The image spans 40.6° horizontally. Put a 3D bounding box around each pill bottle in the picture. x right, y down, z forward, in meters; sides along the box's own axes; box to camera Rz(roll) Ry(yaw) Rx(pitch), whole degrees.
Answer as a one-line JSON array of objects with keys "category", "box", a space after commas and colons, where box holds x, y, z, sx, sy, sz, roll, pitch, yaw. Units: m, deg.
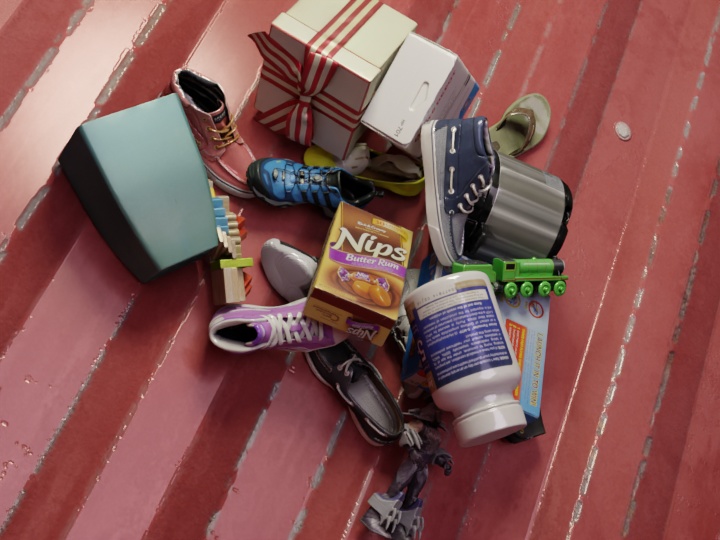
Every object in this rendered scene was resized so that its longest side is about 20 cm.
[{"category": "pill bottle", "box": [0.138, 0.114, 1.239, 0.119, 0.120, 0.202, -7, 69, -27]}]

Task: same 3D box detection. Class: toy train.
[{"category": "toy train", "box": [0.212, 0.009, 1.372, 0.198, 0.042, 0.057, -2, 99, -29]}]

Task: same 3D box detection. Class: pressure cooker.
[{"category": "pressure cooker", "box": [0.195, -0.092, 1.461, 0.198, 0.176, 0.180, 20, 83, -16]}]

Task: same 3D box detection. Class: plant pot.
[{"category": "plant pot", "box": [-0.278, -0.096, 1.271, 0.140, 0.141, 0.202, -25, 91, -30]}]

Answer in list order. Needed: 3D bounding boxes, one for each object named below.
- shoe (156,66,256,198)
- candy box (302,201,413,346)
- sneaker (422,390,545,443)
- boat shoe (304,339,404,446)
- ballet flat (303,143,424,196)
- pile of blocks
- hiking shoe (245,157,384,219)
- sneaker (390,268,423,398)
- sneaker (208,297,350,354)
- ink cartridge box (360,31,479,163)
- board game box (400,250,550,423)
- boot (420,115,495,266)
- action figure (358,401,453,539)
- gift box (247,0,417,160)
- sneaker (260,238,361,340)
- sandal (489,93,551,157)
[{"category": "shoe", "box": [-0.201, -0.191, 1.361, 0.200, 0.091, 0.072, 46, 60, -4]}, {"category": "candy box", "box": [0.000, 0.000, 1.313, 0.116, 0.057, 0.201, 22, 36, -7]}, {"category": "sneaker", "box": [0.188, 0.203, 1.416, 0.198, 0.075, 0.107, -4, 71, -27]}, {"category": "boat shoe", "box": [-0.008, 0.153, 1.350, 0.074, 0.060, 0.201, -29, 86, -29]}, {"category": "ballet flat", "box": [0.015, -0.161, 1.467, 0.198, 0.067, 0.068, 12, 69, -21]}, {"category": "pile of blocks", "box": [-0.176, -0.045, 1.316, 0.062, 0.082, 0.202, -5, 65, -26]}, {"category": "hiking shoe", "box": [-0.067, -0.129, 1.386, 0.199, 0.086, 0.075, 10, 66, -37]}, {"category": "sneaker", "box": [0.070, 0.089, 1.415, 0.081, 0.075, 0.202, 8, 62, -8]}, {"category": "sneaker", "box": [-0.099, 0.080, 1.267, 0.198, 0.114, 0.074, -6, 96, -2]}, {"category": "ink cartridge box", "box": [0.092, -0.244, 1.426, 0.085, 0.200, 0.147, 32, 96, 16]}, {"category": "board game box", "box": [0.167, 0.093, 1.375, 0.194, 0.056, 0.202, 24, 57, -17]}, {"category": "boot", "box": [0.139, -0.108, 1.325, 0.073, 0.089, 0.202, -28, 111, -64]}, {"category": "action figure", "box": [0.077, 0.267, 1.320, 0.130, 0.069, 0.202, 31, 78, -46]}, {"category": "gift box", "box": [-0.055, -0.291, 1.407, 0.199, 0.185, 0.187, 27, 51, 9]}, {"category": "sneaker", "box": [-0.042, 0.010, 1.382, 0.199, 0.076, 0.114, 36, 40, 9]}, {"category": "sandal", "box": [0.256, -0.228, 1.610, 0.201, 0.057, 0.080, -41, 92, -30]}]
